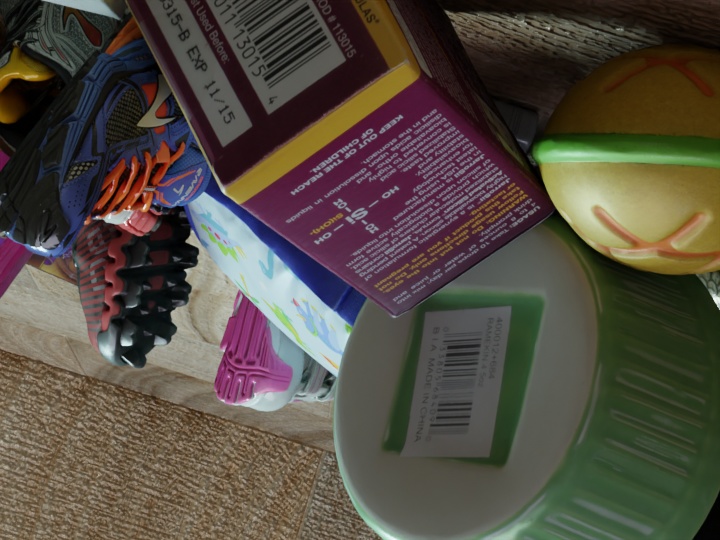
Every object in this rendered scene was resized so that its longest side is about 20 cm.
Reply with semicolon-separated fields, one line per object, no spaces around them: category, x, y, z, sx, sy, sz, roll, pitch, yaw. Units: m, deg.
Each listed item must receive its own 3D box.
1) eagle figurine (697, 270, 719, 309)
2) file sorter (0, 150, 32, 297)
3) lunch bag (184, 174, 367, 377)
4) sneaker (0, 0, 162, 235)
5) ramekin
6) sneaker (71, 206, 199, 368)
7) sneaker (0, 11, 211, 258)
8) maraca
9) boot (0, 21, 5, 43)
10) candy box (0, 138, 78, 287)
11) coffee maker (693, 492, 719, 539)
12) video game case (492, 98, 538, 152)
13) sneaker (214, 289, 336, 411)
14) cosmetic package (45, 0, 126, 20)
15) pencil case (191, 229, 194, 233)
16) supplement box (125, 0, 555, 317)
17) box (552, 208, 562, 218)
eagle figurine;0.216;0.035;1.302;0.198;0.152;0.152;3;-165;8
file sorter;-0.250;-0.022;1.338;0.139;0.126;0.200;38;172;-10
lunch bag;0.000;0.000;1.437;0.170;0.128;0.200;39;-170;31
sneaker;-0.152;-0.108;1.275;0.082;0.078;0.201;11;-141;-37
ramekin;0.079;0.065;1.262;0.199;0.201;0.097;7;168;46
sneaker;-0.146;-0.046;1.454;0.097;0.202;0.071;2;-179;27
sneaker;-0.103;-0.058;1.144;0.078;0.075;0.200;38;-150;-6
maraca;0.155;-0.051;1.214;0.136;0.108;0.200;7;-179;18
boot;-0.233;-0.133;1.388;0.188;0.069;0.200;33;176;29
candy box;-0.213;-0.074;1.567;0.116;0.057;0.200;26;-162;-39
coffee maker;0.148;0.096;1.465;0.134;0.193;0.200;25;158;23
video game case;0.006;-0.089;1.493;0.181;0.022;0.200;17;171;0
sneaker;-0.039;0.044;1.611;0.088;0.082;0.200;18;-167;-5
cosmetic package;-0.198;-0.186;1.137;0.199;0.085;0.108;16;172;14
pencil case;-0.038;-0.040;1.660;0.199;0.078;0.090;21;-162;-18
supplement box;-0.008;-0.081;1.172;0.131;0.103;0.200;61;-168;28
box;0.172;-0.009;1.501;0.157;0.051;0.200;14;171;-20
